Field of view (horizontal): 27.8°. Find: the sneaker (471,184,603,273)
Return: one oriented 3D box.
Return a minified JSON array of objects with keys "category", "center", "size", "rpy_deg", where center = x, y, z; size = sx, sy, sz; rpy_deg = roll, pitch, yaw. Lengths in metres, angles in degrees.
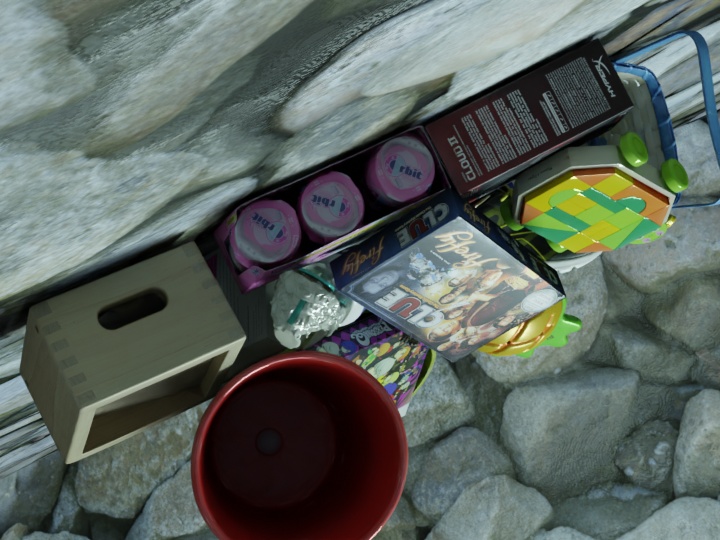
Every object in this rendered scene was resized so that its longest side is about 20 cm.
[{"category":"sneaker","center":[0.159,-0.048,1.510],"size":[0.200,0.085,0.074],"rpy_deg":[0,-153,5]}]

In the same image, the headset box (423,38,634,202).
[{"category":"headset box","center":[0.144,-0.130,1.378],"size":[0.200,0.077,0.149],"rpy_deg":[-28,177,-1]}]

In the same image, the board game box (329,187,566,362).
[{"category":"board game box","center":[0.084,0.009,1.346],"size":[0.135,0.035,0.200],"rpy_deg":[-32,142,22]}]

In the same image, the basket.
[{"category":"basket","center":[0.286,-0.143,1.508],"size":[0.139,0.177,0.200],"rpy_deg":[-8,178,-39]}]

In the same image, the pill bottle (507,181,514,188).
[{"category":"pill bottle","center":[0.122,-0.079,1.648],"size":[0.200,0.112,0.112],"rpy_deg":[-25,176,-13]}]

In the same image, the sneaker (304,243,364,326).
[{"category":"sneaker","center":[0.000,0.000,1.490],"size":[0.146,0.081,0.200],"rpy_deg":[-34,176,-26]}]

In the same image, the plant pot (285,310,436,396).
[{"category":"plant pot","center":[-0.043,0.076,1.762],"size":[0.200,0.193,0.200],"rpy_deg":[-26,150,-17]}]

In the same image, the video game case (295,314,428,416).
[{"category":"video game case","center":[-0.011,0.127,1.592],"size":[0.181,0.036,0.200],"rpy_deg":[-23,149,-29]}]

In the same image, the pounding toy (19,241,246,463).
[{"category":"pounding toy","center":[-0.199,0.055,1.307],"size":[0.200,0.142,0.184],"rpy_deg":[-24,165,-25]}]

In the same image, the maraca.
[{"category":"maraca","center":[0.166,0.046,1.606],"size":[0.137,0.107,0.200],"rpy_deg":[-17,145,24]}]

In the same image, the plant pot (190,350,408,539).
[{"category":"plant pot","center":[-0.072,0.171,1.383],"size":[0.200,0.201,0.177],"rpy_deg":[-26,-175,-12]}]

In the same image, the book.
[{"category":"book","center":[-0.156,0.050,1.445],"size":[0.200,0.134,0.048],"rpy_deg":[-28,142,34]}]

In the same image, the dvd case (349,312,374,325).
[{"category":"dvd case","center":[0.012,0.114,1.659],"size":[0.143,0.018,0.200],"rpy_deg":[-8,140,-40]}]

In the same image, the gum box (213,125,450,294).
[{"category":"gum box","center":[-0.032,-0.051,1.306],"size":[0.200,0.066,0.113],"rpy_deg":[-25,177,-17]}]

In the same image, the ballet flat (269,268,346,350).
[{"category":"ballet flat","center":[-0.055,0.039,1.305],"size":[0.072,0.072,0.200],"rpy_deg":[-27,173,0]}]

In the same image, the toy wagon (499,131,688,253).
[{"category":"toy wagon","center":[0.240,-0.063,1.408],"size":[0.200,0.040,0.155],"rpy_deg":[24,140,-39]}]

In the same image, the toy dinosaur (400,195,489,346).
[{"category":"toy dinosaur","center":[0.068,0.009,1.467],"size":[0.101,0.058,0.200],"rpy_deg":[-49,159,-44]}]
